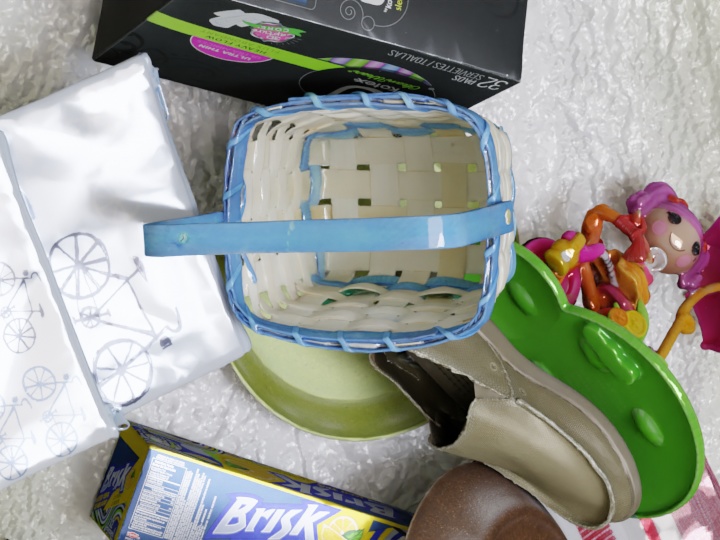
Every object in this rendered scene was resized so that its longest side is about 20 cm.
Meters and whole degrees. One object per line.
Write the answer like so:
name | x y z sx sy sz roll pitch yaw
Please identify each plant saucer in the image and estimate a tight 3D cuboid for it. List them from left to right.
plant saucer | 0.000 0.000 1.456 0.199 0.031 0.202 -3 98 -22
plant saucer | 0.087 0.212 1.438 0.200 0.036 0.202 18 68 -55

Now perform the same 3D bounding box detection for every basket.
basket | 0.001 -0.025 1.310 0.200 0.175 0.140 -4 94 -66

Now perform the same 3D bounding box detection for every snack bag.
snack bag | -0.165 0.006 1.308 0.199 0.021 0.190 -25 106 -21

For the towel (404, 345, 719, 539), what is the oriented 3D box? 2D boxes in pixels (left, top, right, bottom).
towel | 0.134 0.159 1.540 0.199 0.023 0.145 -32 108 -15

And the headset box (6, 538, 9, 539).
headset box | -0.177 0.287 1.386 0.174 0.093 0.201 36 84 -18

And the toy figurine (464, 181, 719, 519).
toy figurine | 0.174 0.016 1.483 0.200 0.150 0.184 52 54 -5

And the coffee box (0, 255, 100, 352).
coffee box | -0.255 0.055 1.331 0.200 0.080 0.113 -48 113 -10

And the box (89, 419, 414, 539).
box | -0.051 0.152 1.430 0.199 0.070 0.065 20 93 -20

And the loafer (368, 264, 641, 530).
loafer | 0.076 0.086 1.424 0.200 0.076 0.068 42 54 -2

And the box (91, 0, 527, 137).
box | -0.025 -0.165 1.343 0.199 0.148 0.125 12 75 -23
